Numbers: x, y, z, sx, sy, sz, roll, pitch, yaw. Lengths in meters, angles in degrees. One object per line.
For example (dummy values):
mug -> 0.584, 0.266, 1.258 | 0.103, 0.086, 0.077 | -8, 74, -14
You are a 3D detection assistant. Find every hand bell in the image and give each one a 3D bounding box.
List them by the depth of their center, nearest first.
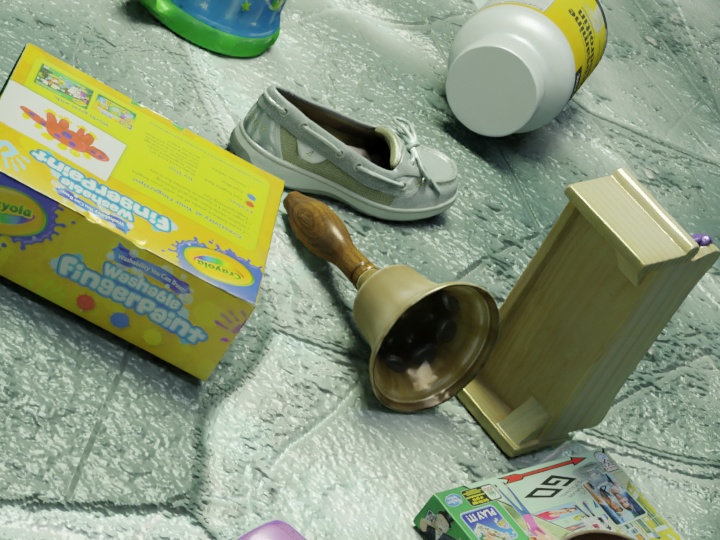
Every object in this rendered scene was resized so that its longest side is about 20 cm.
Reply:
hand bell -> 0.000, 0.000, 1.582 | 0.104, 0.104, 0.200 | 6, 29, -41

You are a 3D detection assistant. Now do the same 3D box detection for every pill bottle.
pill bottle -> 0.140, -0.184, 1.945 | 0.112, 0.112, 0.200 | 36, 30, 3

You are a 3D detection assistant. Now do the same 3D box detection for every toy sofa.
toy sofa -> 0.152, 0.029, 1.557 | 0.097, 0.200, 0.083 | -13, 53, -45

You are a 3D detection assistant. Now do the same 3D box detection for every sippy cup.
sippy cup -> -0.100, -0.262, 1.796 | 0.139, 0.130, 0.178 | 27, 31, -12

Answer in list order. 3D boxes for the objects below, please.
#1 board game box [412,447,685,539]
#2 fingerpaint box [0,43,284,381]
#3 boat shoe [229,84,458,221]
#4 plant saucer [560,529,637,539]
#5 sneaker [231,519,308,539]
board game box -> 0.141, 0.188, 1.486 | 0.200, 0.029, 0.135 | -9, 50, -51
fingerpaint box -> -0.160, -0.039, 1.465 | 0.200, 0.073, 0.167 | 28, 29, -12
boat shoe -> -0.002, -0.091, 1.712 | 0.202, 0.065, 0.075 | 15, 35, -32
plant saucer -> 0.170, 0.255, 1.377 | 0.200, 0.034, 0.201 | 29, 39, -27
sneaker -> -0.002, 0.189, 1.298 | 0.200, 0.073, 0.114 | 10, 35, -37
